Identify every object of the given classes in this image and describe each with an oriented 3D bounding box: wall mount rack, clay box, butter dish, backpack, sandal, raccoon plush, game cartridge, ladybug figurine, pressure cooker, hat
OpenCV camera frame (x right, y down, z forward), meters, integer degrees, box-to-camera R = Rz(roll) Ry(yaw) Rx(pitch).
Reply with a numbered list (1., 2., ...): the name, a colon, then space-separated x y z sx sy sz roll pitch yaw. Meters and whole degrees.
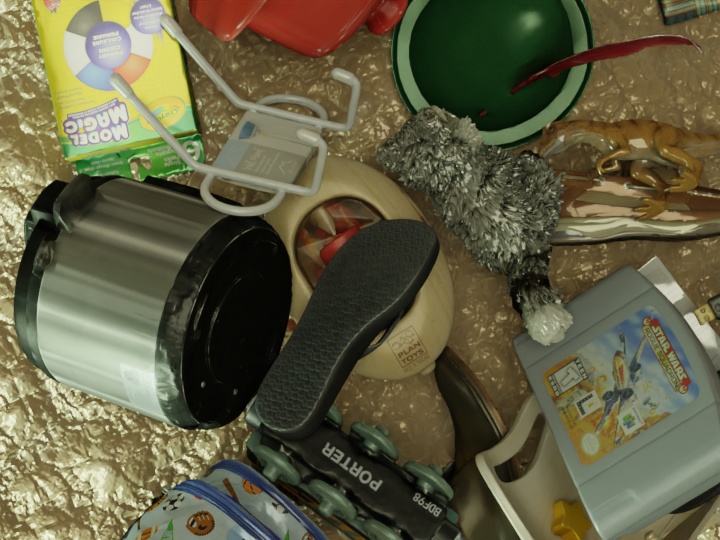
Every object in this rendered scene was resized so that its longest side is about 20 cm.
1. wall mount rack: -0.096 -0.126 1.261 0.172 0.201 0.075 14 123 6
2. clay box: -0.201 -0.173 1.330 0.114 0.048 0.202 -13 90 -1
3. butter dish: -0.025 -0.243 1.281 0.147 0.200 0.200 35 94 -24
4. backpack: -0.103 0.244 1.264 0.199 0.191 0.155 36 73 -1
5. sandal: -0.011 0.043 1.262 0.076 0.043 0.201 34 83 34
6. raccoon plush: 0.096 -0.049 1.264 0.133 0.201 0.097 24 115 -38
7. game cartridge: 0.205 0.093 1.234 0.133 0.041 0.201 -37 46 16
8. ladybug figurine: 0.000 0.000 1.322 0.135 0.072 0.201 -31 90 0
9. pressure cooker: -0.174 0.017 1.256 0.198 0.178 0.178 15 98 25
10. hat: 0.125 -0.188 1.271 0.199 0.176 0.167 -29 92 -1

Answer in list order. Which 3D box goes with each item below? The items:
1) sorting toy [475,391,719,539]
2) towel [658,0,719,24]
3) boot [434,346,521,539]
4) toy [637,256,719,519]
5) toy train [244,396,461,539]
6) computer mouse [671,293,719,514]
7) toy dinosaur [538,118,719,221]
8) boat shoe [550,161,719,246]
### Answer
1. sorting toy: 0.173 0.187 1.268 0.181 0.107 0.200 51 45 0
2. towel: 0.329 -0.304 1.354 0.198 0.022 0.148 -18 90 -1
3. boot: 0.085 0.169 1.324 0.096 0.075 0.202 -27 93 -4
4. toy: 0.258 0.100 1.340 0.115 0.047 0.201 -39 97 1
5. toy train: -0.007 0.170 1.287 0.199 0.114 0.086 33 70 11
6. computer mouse: 0.277 0.084 1.239 0.199 0.046 0.141 -36 52 12
7. toy dinosaur: 0.244 -0.097 1.284 0.197 0.061 0.107 2 51 -11
8. boat shoe: 0.239 -0.060 1.328 0.197 0.076 0.073 -2 87 -4
